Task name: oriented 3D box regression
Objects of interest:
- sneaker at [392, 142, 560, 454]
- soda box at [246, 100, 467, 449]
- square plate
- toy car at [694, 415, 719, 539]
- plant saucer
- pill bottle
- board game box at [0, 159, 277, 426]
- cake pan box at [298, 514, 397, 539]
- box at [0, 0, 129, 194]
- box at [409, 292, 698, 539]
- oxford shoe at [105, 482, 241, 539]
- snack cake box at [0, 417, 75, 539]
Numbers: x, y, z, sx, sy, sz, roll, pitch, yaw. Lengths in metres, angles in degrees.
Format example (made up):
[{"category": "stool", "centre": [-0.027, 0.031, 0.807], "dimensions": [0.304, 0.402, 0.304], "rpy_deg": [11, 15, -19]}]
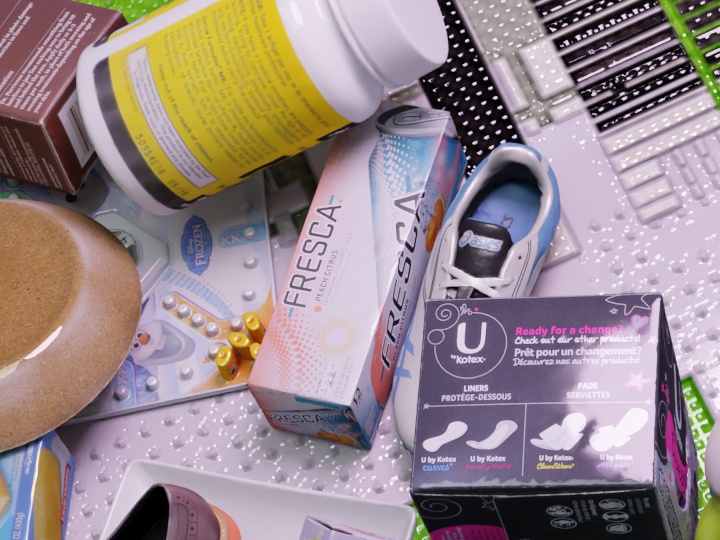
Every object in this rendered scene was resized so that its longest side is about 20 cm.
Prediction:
[{"category": "sneaker", "centre": [0.063, 0.016, 1.615], "dimensions": [0.071, 0.073, 0.201], "rpy_deg": [12, 67, 18]}, {"category": "soda box", "centre": [0.000, 0.000, 1.643], "dimensions": [0.068, 0.064, 0.201], "rpy_deg": [11, 66, 19]}, {"category": "square plate", "centre": [-0.077, 0.211, 1.526], "dimensions": [0.197, 0.028, 0.201], "rpy_deg": [7, 68, 33]}, {"category": "toy car", "centre": [0.270, 0.116, 1.479], "dimensions": [0.199, 0.176, 0.150], "rpy_deg": [-17, 26, 5]}, {"category": "plant saucer", "centre": [-0.230, 0.023, 1.647], "dimensions": [0.199, 0.036, 0.201], "rpy_deg": [-7, 47, 8]}, {"category": "pill bottle", "centre": [-0.057, -0.121, 1.633], "dimensions": [0.199, 0.114, 0.115], "rpy_deg": [-25, 58, 20]}, {"category": "board game box", "centre": [-0.154, -0.007, 1.705], "dimensions": [0.199, 0.026, 0.201], "rpy_deg": [-12, 61, 7]}, {"category": "cake pan box", "centre": [0.041, 0.239, 1.428], "dimensions": [0.199, 0.052, 0.185], "rpy_deg": [16, 91, -17]}, {"category": "box", "centre": [-0.243, -0.123, 1.741], "dimensions": [0.199, 0.075, 0.100], "rpy_deg": [16, 57, 27]}, {"category": "box", "centre": [0.109, 0.105, 1.482], "dimensions": [0.131, 0.200, 0.115], "rpy_deg": [-2, 62, 12]}, {"category": "oxford shoe", "centre": [-0.147, 0.202, 1.506], "dimensions": [0.071, 0.073, 0.201], "rpy_deg": [25, 78, 36]}, {"category": "snack cake box", "centre": [-0.238, 0.188, 1.599], "dimensions": [0.114, 0.067, 0.201], "rpy_deg": [-1, 62, 12]}]
